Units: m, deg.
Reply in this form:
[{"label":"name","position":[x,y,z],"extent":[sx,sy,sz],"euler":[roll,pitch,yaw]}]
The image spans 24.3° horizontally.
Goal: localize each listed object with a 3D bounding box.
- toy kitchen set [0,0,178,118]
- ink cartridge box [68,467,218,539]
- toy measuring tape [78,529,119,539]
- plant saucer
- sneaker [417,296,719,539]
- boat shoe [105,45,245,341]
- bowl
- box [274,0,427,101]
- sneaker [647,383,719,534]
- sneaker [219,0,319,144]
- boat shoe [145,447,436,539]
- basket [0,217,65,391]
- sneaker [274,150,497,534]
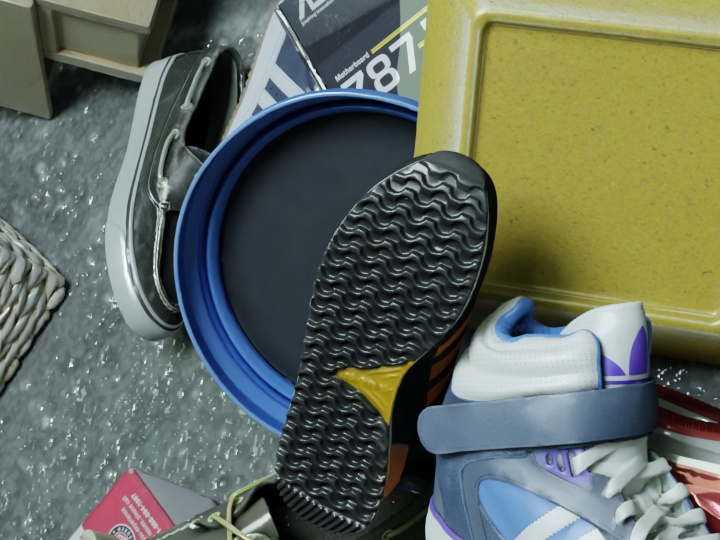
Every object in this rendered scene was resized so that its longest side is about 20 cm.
[{"label":"toy kitchen set","position":[-0.219,-0.223,1.162],"extent":[0.200,0.163,0.181],"euler":[14,68,-1]},{"label":"ink cartridge box","position":[-0.134,0.236,0.938],"extent":[0.200,0.086,0.148],"euler":[-50,51,9]},{"label":"toy measuring tape","position":[-0.196,0.221,0.891],"extent":[0.074,0.074,0.200],"euler":[22,86,39]},{"label":"plant saucer","position":[0.119,-0.052,0.802],"extent":[0.200,0.048,0.200],"euler":[8,106,12]},{"label":"sneaker","position":[0.116,0.091,0.731],"extent":[0.200,0.080,0.147],"euler":[27,113,37]},{"label":"boat shoe","position":[-0.112,-0.054,1.057],"extent":[0.064,0.071,0.200],"euler":[-12,63,33]},{"label":"bowl","position":[0.000,0.000,0.893],"extent":[0.200,0.039,0.201],"euler":[4,107,13]},{"label":"box","position":[0.072,-0.134,0.908],"extent":[0.200,0.049,0.161],"euler":[-35,74,21]},{"label":"sneaker","position":[0.184,0.136,0.782],"extent":[0.200,0.078,0.116],"euler":[25,109,33]},{"label":"sneaker","position":[-0.019,-0.085,1.004],"extent":[0.108,0.070,0.200],"euler":[-1,67,37]},{"label":"boat shoe","position":[-0.046,0.139,0.861],"extent":[0.201,0.060,0.072],"euler":[-15,46,-17]},{"label":"basket","position":[-0.345,0.017,1.134],"extent":[0.200,0.161,0.198],"euler":[34,92,39]},{"label":"sneaker","position":[0.018,0.026,0.799],"extent":[0.070,0.090,0.200],"euler":[25,115,12]}]
